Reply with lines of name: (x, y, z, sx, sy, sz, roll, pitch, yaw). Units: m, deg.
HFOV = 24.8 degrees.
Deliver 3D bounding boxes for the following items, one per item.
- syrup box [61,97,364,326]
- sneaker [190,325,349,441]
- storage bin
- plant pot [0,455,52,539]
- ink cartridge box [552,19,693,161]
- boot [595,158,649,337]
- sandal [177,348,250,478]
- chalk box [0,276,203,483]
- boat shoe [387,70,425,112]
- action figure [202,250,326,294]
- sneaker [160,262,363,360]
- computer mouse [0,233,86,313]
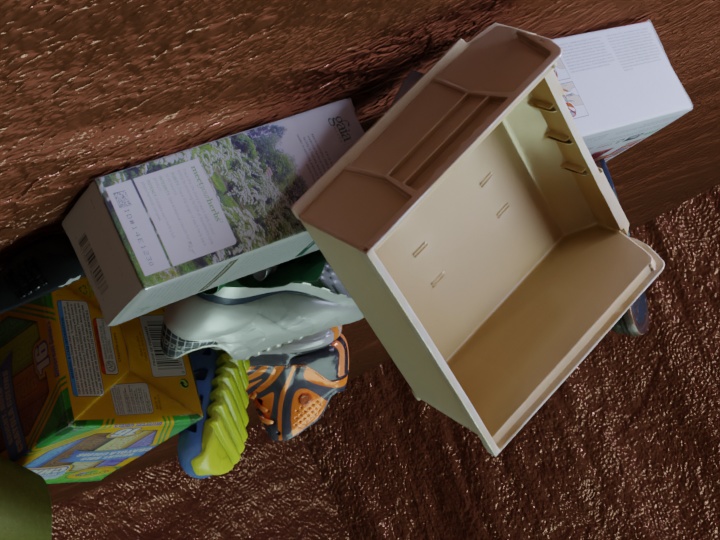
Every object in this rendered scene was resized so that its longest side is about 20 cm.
syrup box: (-0.084, -0.040, 1.078, 0.199, 0.079, 0.081, -21, 171, -31)
sneaker: (-0.107, 0.102, 1.458, 0.199, 0.112, 0.078, -5, -151, 6)
storage bin: (0.087, -0.024, 1.084, 0.199, 0.200, 0.094, -45, -142, -15)
plant pot: (-0.328, 0.181, 1.161, 0.199, 0.188, 0.187, 9, 156, -28)
ink cartridge box: (0.128, -0.109, 1.282, 0.200, 0.084, 0.175, -17, 169, -46)
boot: (0.158, -0.005, 1.235, 0.097, 0.075, 0.200, -17, -149, 11)
sandal: (-0.136, 0.091, 1.340, 0.087, 0.080, 0.200, -6, -142, 4)
chalk box: (-0.237, 0.094, 1.282, 0.123, 0.125, 0.200, 2, 155, -43)
boat shoe: (0.044, -0.063, 1.163, 0.200, 0.070, 0.071, 101, 15, -55)
action figure: (-0.041, -0.043, 1.228, 0.118, 0.055, 0.200, 6, -155, 25)
sneaker: (-0.071, 0.028, 1.280, 0.199, 0.076, 0.081, 3, 118, -44)
computer mouse: (-0.261, 0.016, 1.118, 0.199, 0.034, 0.059, -22, -169, 22)
